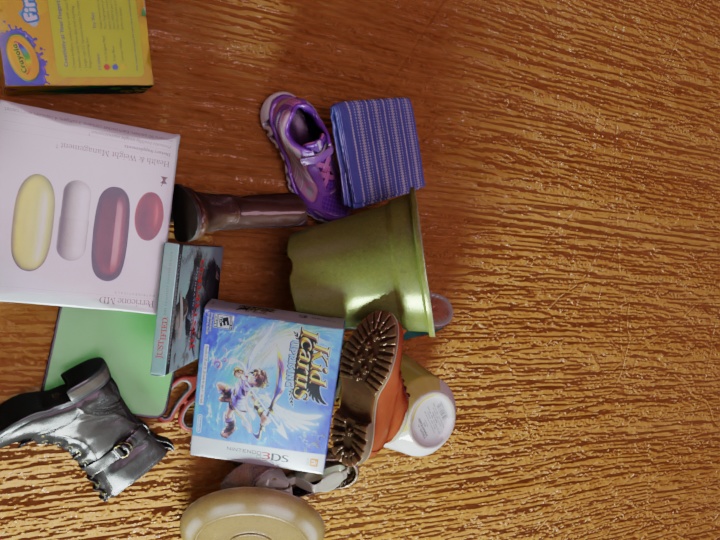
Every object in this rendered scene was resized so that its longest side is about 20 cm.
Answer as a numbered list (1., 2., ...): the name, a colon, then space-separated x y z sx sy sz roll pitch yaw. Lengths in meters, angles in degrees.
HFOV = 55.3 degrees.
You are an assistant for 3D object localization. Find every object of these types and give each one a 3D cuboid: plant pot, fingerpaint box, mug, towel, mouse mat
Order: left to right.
1. fingerpaint box: -0.340 -0.312 0.799 0.164 0.073 0.204 -9 98 -29
2. mouse mat: -0.309 0.083 0.882 0.158 0.008 0.204 13 89 -25
3. plant pot: -0.145 0.360 0.921 0.196 0.028 0.203 -1 128 -1
4. plant pot: 0.000 0.000 0.939 0.180 0.200 0.205 -7 100 6
5. towel: 0.028 -0.177 1.010 0.199 0.024 0.148 -21 105 -51
6. mug: 0.050 0.198 1.017 0.184 0.152 0.152 18 87 -29

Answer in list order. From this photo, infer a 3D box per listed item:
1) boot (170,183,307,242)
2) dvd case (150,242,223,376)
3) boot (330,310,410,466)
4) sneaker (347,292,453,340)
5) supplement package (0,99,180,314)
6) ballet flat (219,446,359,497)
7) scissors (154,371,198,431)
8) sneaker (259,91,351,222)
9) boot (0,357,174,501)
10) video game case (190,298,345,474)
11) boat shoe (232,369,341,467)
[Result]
1. boot: -0.141 -0.073 0.870 0.197 0.186 0.066 1 103 -27
2. dvd case: -0.208 0.041 0.843 0.022 0.200 0.149 7 91 3
3. boot: 0.027 0.146 0.894 0.106 0.074 0.204 -3 111 -49
4. sneaker: 0.038 0.073 1.047 0.196 0.080 0.073 6 62 -8
5. supplement package: -0.321 -0.064 0.783 0.188 0.147 0.204 6 90 -25
6. ballet flat: -0.089 0.282 0.930 0.197 0.067 0.069 -9 107 -25
7. scissors: -0.203 0.131 0.947 0.073 0.014 0.202 40 77 -24
8. sneaker: -0.066 -0.155 0.959 0.080 0.088 0.202 -36 111 -23
9. boot: -0.350 0.220 0.845 0.198 0.069 0.176 -27 118 -12
10. video game case: -0.120 0.151 0.889 0.177 0.045 0.204 8 102 -2
11. boat shoe: -0.101 0.208 0.978 0.061 0.071 0.202 43 76 -29
